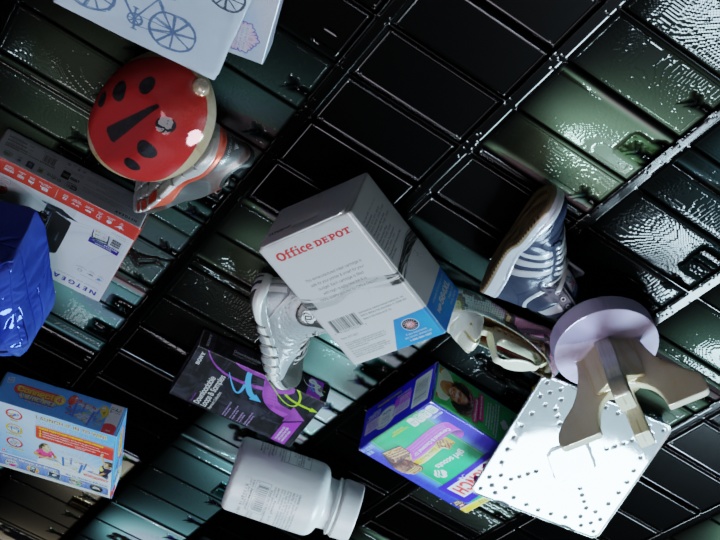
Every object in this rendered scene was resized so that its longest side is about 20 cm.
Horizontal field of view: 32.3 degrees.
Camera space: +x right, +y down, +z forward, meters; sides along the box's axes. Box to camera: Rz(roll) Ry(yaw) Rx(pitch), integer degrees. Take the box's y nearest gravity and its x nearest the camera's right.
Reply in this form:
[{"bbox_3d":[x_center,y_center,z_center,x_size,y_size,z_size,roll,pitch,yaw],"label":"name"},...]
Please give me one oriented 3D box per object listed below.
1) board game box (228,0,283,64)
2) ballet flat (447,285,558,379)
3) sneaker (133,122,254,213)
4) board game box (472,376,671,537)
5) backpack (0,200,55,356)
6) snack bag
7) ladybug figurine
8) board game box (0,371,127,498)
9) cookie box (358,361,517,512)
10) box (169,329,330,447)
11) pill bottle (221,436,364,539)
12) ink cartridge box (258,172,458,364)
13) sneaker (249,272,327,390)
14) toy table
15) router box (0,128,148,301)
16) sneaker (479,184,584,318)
[{"bbox_3d":[-0.163,-0.320,1.224,0.198,0.041,0.200,19,139,-3],"label":"board game box"},{"bbox_3d":[0.164,0.080,1.539,0.199,0.071,0.069,24,140,-8],"label":"ballet flat"},{"bbox_3d":[-0.196,-0.105,1.452,0.082,0.078,0.199,19,154,-35],"label":"sneaker"},{"bbox_3d":[0.277,0.245,1.647,0.199,0.026,0.201,22,113,-15],"label":"board game box"},{"bbox_3d":[-0.479,0.022,1.541,0.161,0.168,0.201,17,144,9],"label":"backpack"},{"bbox_3d":[-0.196,-0.293,1.217,0.188,0.021,0.200,25,140,-11],"label":"snack bag"},{"bbox_3d":[-0.236,-0.165,1.360,0.200,0.072,0.136,-27,89,43],"label":"ladybug figurine"},{"bbox_3d":[-0.475,0.264,1.964,0.199,0.056,0.196,17,139,-1],"label":"board game box"},{"bbox_3d":[0.128,0.236,1.721,0.199,0.076,0.171,32,135,-19],"label":"cookie box"},{"bbox_3d":[-0.160,0.171,1.774,0.199,0.036,0.143,26,138,-9],"label":"box"},{"bbox_3d":[-0.101,0.335,1.877,0.199,0.115,0.115,19,139,-3],"label":"pill bottle"},{"bbox_3d":[0.000,0.000,1.477,0.145,0.085,0.200,-21,119,35],"label":"ink cartridge box"},{"bbox_3d":[-0.071,0.088,1.625,0.115,0.075,0.201,1,136,13],"label":"sneaker"},{"bbox_3d":[0.303,0.127,1.466,0.183,0.118,0.200,-31,145,21],"label":"toy table"},{"bbox_3d":[-0.386,-0.065,1.574,0.199,0.049,0.180,27,138,-12],"label":"router box"},{"bbox_3d":[0.219,-0.016,1.413,0.108,0.070,0.200,25,146,-2],"label":"sneaker"}]
